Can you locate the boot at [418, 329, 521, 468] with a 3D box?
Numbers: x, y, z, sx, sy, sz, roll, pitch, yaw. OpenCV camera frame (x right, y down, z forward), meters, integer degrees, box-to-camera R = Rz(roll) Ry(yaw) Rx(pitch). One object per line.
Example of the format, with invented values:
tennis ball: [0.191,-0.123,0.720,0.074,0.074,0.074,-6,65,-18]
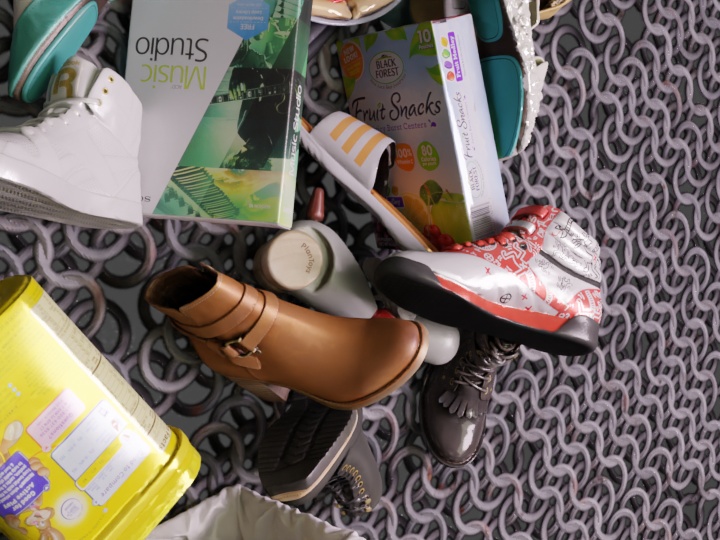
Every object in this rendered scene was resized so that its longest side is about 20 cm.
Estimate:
boot: [0.108,0.082,1.001,0.069,0.174,0.200,9,79,-6]

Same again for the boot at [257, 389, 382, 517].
boot: [-0.019,0.175,0.924,0.200,0.077,0.139,-59,136,-63]

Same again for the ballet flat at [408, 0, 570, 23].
ballet flat: [0.135,-0.270,1.045,0.200,0.063,0.069,-20,97,-35]

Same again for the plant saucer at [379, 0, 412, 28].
plant saucer: [0.060,-0.329,1.042,0.200,0.027,0.200,-3,94,-38]

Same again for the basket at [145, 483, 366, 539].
basket: [-0.103,0.296,0.837,0.198,0.200,0.161,-26,109,-33]

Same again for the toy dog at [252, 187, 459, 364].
toy dog: [0.000,0.000,0.939,0.200,0.132,0.096,30,81,-34]

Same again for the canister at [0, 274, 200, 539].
canister: [-0.233,0.120,0.799,0.149,0.087,0.200,-49,117,-26]

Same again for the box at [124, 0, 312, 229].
box: [-0.116,-0.137,0.847,0.036,0.144,0.200,6,88,-73]

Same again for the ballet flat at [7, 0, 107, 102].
ballet flat: [-0.216,-0.216,0.814,0.070,0.067,0.200,37,76,-3]

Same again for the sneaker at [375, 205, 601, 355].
sneaker: [0.109,-0.007,0.887,0.201,0.067,0.108,18,67,-18]

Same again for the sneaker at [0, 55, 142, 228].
sneaker: [-0.222,-0.099,0.758,0.200,0.074,0.116,16,74,-68]

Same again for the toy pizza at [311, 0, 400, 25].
toy pizza: [-0.031,-0.309,0.934,0.200,0.032,0.201,6,76,-26]

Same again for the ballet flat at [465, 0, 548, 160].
ballet flat: [0.131,-0.195,0.927,0.072,0.072,0.200,-22,112,-35]

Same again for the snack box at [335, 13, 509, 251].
snack box: [0.055,-0.118,0.973,0.053,0.142,0.200,-19,104,-35]

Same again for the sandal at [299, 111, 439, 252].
sandal: [0.018,-0.082,0.942,0.207,0.079,0.059,45,95,5]

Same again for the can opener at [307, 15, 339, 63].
can opener: [-0.074,-0.171,0.929,0.079,0.063,0.200,38,57,-4]

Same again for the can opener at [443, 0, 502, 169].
can opener: [0.105,-0.185,0.982,0.053,0.066,0.200,-4,100,-20]

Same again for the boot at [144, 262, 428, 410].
boot: [-0.060,0.041,0.859,0.155,0.200,0.077,46,52,-38]
